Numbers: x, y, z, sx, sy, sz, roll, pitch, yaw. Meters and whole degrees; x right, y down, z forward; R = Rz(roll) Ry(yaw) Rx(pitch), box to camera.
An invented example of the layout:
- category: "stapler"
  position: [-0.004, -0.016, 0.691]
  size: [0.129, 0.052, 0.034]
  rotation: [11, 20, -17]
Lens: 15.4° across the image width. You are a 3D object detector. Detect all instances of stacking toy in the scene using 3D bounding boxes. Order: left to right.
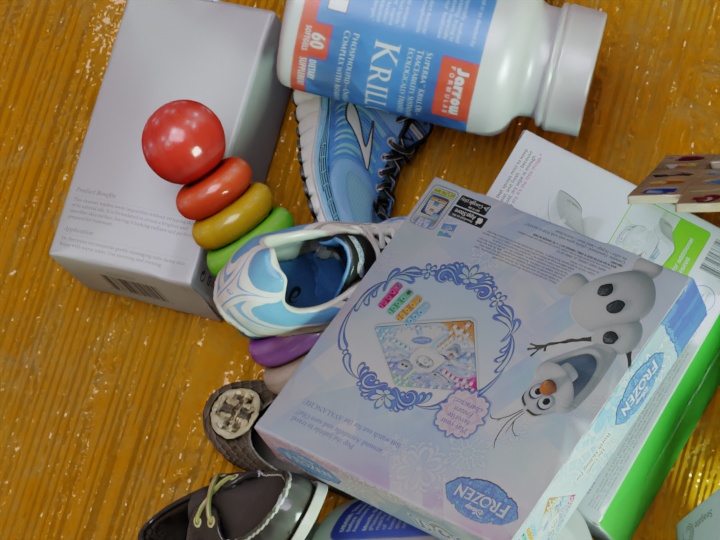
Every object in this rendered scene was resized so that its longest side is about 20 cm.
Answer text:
- category: "stacking toy"
  position: [-0.076, -0.021, 1.719]
  size: [0.085, 0.085, 0.201]
  rotation: [-34, 102, 2]

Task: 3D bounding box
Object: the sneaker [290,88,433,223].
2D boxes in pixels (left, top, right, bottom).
- category: "sneaker"
  position: [0.006, -0.080, 1.773]
  size: [0.089, 0.078, 0.201]
  rotation: [-10, 72, 6]

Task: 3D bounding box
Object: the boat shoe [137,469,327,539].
- category: "boat shoe"
  position: [-0.083, 0.160, 1.654]
  size: [0.060, 0.201, 0.072]
  rotation: [36, 61, -10]

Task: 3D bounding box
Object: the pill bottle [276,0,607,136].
- category: "pill bottle"
  position: [0.054, -0.150, 1.718]
  size: [0.199, 0.112, 0.113]
  rotation: [14, 76, 5]

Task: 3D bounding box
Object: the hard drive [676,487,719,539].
- category: "hard drive"
  position: [0.230, 0.224, 1.574]
  size: [0.026, 0.132, 0.201]
  rotation: [6, 63, -17]

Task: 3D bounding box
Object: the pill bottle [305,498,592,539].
- category: "pill bottle"
  position: [0.036, 0.191, 1.630]
  size: [0.199, 0.112, 0.113]
  rotation: [-9, 68, 40]

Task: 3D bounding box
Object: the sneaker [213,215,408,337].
- category: "sneaker"
  position: [0.000, 0.000, 1.675]
  size: [0.072, 0.199, 0.072]
  rotation: [-27, 79, 49]

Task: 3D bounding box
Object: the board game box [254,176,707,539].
- category: "board game box"
  position: [0.070, 0.059, 1.581]
  size: [0.199, 0.043, 0.199]
  rotation: [23, 67, 37]

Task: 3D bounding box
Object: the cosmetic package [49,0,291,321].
- category: "cosmetic package"
  position: [-0.123, -0.081, 1.806]
  size: [0.112, 0.081, 0.201]
  rotation: [13, 75, 19]

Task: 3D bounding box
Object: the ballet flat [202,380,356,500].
- category: "ballet flat"
  position: [-0.017, 0.118, 1.728]
  size: [0.199, 0.046, 0.068]
  rotation: [23, 79, 21]

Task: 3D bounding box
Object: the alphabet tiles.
- category: "alphabet tiles"
  position: [0.256, -0.056, 1.639]
  size: [0.166, 0.200, 0.008]
  rotation: [-1, 101, 15]

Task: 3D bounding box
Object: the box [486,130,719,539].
- category: "box"
  position: [0.133, 0.044, 1.685]
  size: [0.176, 0.097, 0.201]
  rotation: [27, 81, 22]
